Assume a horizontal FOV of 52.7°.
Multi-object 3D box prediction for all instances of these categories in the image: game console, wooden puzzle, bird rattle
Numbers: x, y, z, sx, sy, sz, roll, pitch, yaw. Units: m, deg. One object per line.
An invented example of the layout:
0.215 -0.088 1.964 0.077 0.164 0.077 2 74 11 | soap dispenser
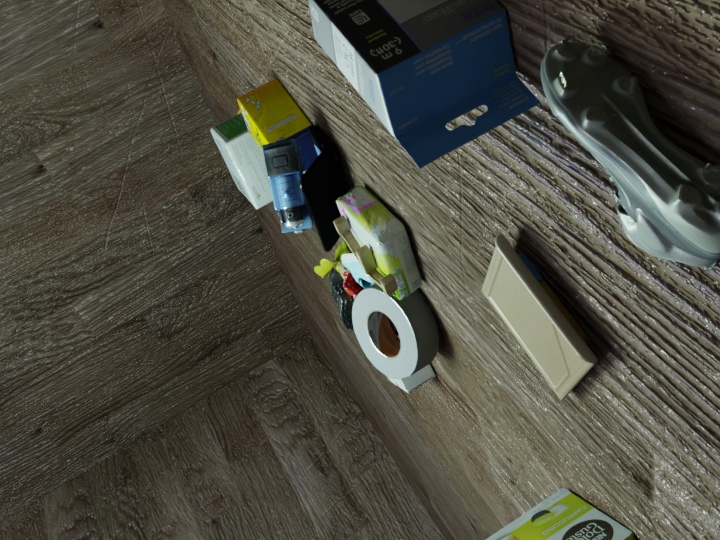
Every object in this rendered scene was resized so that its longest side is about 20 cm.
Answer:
-0.088 -0.178 1.560 0.176 0.115 0.202 50 164 45 | game console
0.224 0.061 0.921 0.186 0.037 0.200 57 173 21 | wooden puzzle
-0.014 0.019 1.880 0.199 0.113 0.164 35 167 39 | bird rattle

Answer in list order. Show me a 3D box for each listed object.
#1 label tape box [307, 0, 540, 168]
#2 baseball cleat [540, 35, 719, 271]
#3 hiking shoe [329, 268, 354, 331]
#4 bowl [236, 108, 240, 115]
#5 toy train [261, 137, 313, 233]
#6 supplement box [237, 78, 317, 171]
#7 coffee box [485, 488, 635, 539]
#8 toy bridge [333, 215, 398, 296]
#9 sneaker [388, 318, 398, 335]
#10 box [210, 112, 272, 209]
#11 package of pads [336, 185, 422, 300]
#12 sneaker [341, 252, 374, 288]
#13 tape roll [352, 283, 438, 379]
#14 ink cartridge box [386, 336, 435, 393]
0.059 -0.213 0.686 0.201 0.143 0.064 55 166 28 | label tape box
0.200 -0.081 0.555 0.201 0.069 0.107 58 169 23 | baseball cleat
-0.045 0.083 2.201 0.101 0.075 0.203 -122 16 -66 | hiking shoe
-0.322 -0.392 2.154 0.202 0.107 0.201 58 170 17 | bowl
-0.148 -0.175 1.502 0.114 0.085 0.204 -58 -42 -82 | toy train
-0.185 -0.323 1.668 0.201 0.108 0.109 55 168 32 | supplement box
0.324 0.498 1.113 0.202 0.198 0.198 63 168 -9 | coffee box
0.012 -0.019 1.365 0.201 0.027 0.068 52 170 36 | toy bridge
0.063 0.080 1.629 0.099 0.070 0.200 62 171 -19 | sneaker
-0.267 -0.309 1.928 0.199 0.170 0.202 43 159 59 | box
0.036 -0.060 1.406 0.200 0.068 0.156 48 165 48 | package of pads
0.000 0.000 1.661 0.200 0.073 0.084 179 88 -79 | sneaker
0.070 0.120 1.508 0.199 0.066 0.203 29 130 41 | tape roll
0.092 0.202 1.774 0.148 0.084 0.200 62 169 -7 | ink cartridge box
